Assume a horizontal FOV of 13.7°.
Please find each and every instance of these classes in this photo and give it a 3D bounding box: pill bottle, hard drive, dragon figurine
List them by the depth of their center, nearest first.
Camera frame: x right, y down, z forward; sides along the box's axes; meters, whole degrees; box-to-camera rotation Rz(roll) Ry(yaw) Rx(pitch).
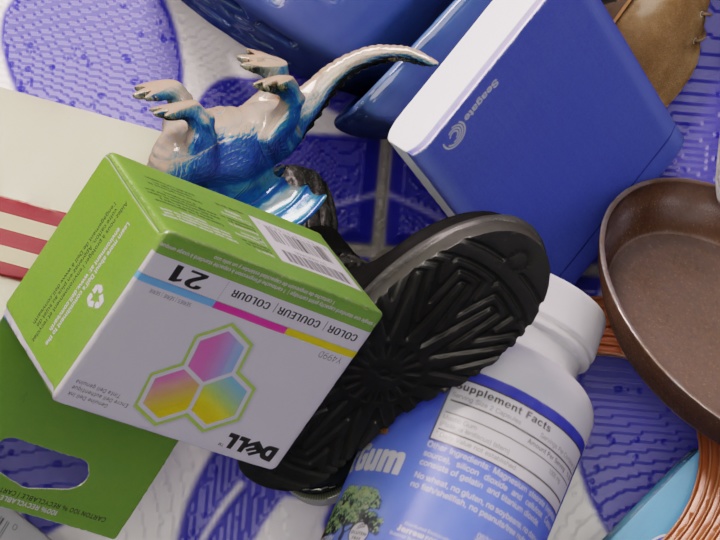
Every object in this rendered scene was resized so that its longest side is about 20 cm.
[{"bbox_3d":[-0.056,-0.053,1.517,0.199,0.059,0.100,-19,117,-18],"label":"dragon figurine"},{"bbox_3d":[0.056,0.100,1.579,0.112,0.112,0.201,22,72,2],"label":"pill bottle"},{"bbox_3d":[0.097,-0.070,1.589,0.025,0.200,0.132,35,82,34],"label":"hard drive"}]

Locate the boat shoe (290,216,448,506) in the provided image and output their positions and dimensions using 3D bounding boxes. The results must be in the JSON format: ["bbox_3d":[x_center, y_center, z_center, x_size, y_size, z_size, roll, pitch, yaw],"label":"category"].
[{"bbox_3d":[0.017,0.038,1.651,0.074,0.066,0.199,41,86,25],"label":"boat shoe"}]

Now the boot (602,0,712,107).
[{"bbox_3d":[0.173,-0.156,1.694,0.075,0.074,0.200,44,83,-21],"label":"boot"}]

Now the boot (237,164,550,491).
[{"bbox_3d":[-0.002,-0.001,1.564,0.211,0.079,0.158,-36,40,22],"label":"boot"}]

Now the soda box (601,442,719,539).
[{"bbox_3d":[0.141,0.188,1.641,0.068,0.064,0.200,45,85,4],"label":"soda box"}]

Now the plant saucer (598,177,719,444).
[{"bbox_3d":[0.208,0.034,1.624,0.200,0.200,0.035,38,127,3],"label":"plant saucer"}]

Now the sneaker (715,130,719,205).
[{"bbox_3d":[0.269,-0.122,1.681,0.117,0.074,0.202,10,80,-7],"label":"sneaker"}]

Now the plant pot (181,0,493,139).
[{"bbox_3d":[0.010,-0.185,1.624,0.180,0.200,0.200,44,85,-3],"label":"plant pot"}]

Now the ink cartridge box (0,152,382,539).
[{"bbox_3d":[-0.108,0.060,1.470,0.200,0.147,0.076,-56,42,16],"label":"ink cartridge box"}]

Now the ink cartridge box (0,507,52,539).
[{"bbox_3d":[-0.199,0.216,1.577,0.200,0.044,0.174,40,50,-12],"label":"ink cartridge box"}]

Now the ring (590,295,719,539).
[{"bbox_3d":[0.120,0.103,1.631,0.199,0.019,0.202,-8,62,16],"label":"ring"}]

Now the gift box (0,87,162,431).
[{"bbox_3d":[-0.207,0.003,1.588,0.186,0.185,0.201,16,77,-10],"label":"gift box"}]
